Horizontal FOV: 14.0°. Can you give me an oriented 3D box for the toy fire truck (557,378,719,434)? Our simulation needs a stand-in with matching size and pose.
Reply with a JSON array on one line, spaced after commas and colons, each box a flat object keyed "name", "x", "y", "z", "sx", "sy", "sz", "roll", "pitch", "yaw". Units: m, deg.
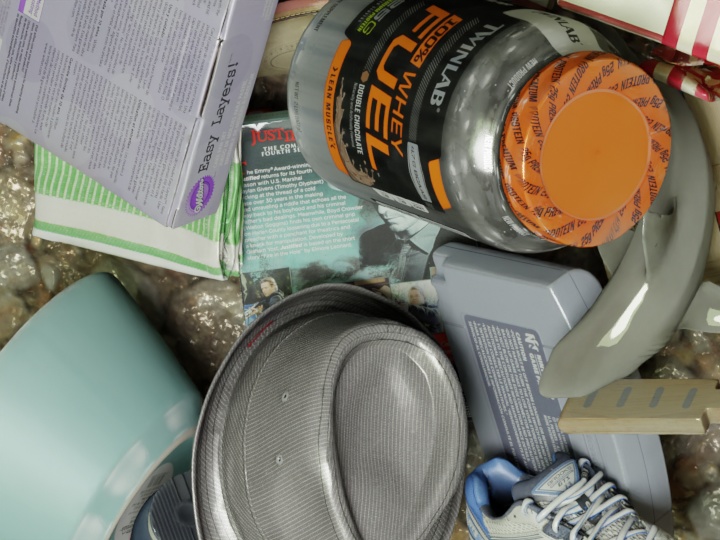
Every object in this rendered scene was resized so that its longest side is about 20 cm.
[{"name": "toy fire truck", "x": 0.228, "y": 0.075, "z": 1.595, "sx": 0.200, "sy": 0.176, "sz": 0.129, "roll": 34, "pitch": 117, "yaw": -3}]

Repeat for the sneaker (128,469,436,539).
[{"name": "sneaker", "x": -0.045, "y": 0.144, "z": 1.736, "sx": 0.082, "sy": 0.200, "sz": 0.070, "roll": -46, "pitch": 52, "yaw": 55}]

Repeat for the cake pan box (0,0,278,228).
[{"name": "cake pan box", "x": -0.137, "y": -0.145, "z": 1.639, "sx": 0.184, "sy": 0.052, "sz": 0.200, "roll": 31, "pitch": 118, "yaw": 29}]

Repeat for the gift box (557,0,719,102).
[{"name": "gift box", "x": 0.224, "y": -0.182, "z": 1.512, "sx": 0.200, "sy": 0.184, "sz": 0.187, "roll": 24, "pitch": 113, "yaw": 17}]

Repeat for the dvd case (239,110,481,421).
[{"name": "dvd case", "x": 0.000, "y": 0.000, "z": 1.722, "sx": 0.146, "sy": 0.022, "sz": 0.201, "roll": -8, "pitch": 109, "yaw": -1}]

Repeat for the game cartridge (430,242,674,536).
[{"name": "game cartridge", "x": 0.114, "y": 0.082, "z": 1.682, "sx": 0.133, "sy": 0.041, "sz": 0.200, "roll": 18, "pitch": 131, "yaw": 54}]

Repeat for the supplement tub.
[{"name": "supplement tub", "x": 0.061, "y": -0.080, "z": 1.521, "sx": 0.200, "sy": 0.122, "sz": 0.123, "roll": 20, "pitch": 121, "yaw": 52}]

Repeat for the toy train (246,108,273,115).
[{"name": "toy train", "x": -0.108, "y": -0.108, "z": 1.730, "sx": 0.200, "sy": 0.056, "sz": 0.150, "roll": 38, "pitch": 117, "yaw": 4}]

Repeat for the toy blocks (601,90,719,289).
[{"name": "toy blocks", "x": 0.202, "y": -0.052, "z": 1.625, "sx": 0.200, "sy": 0.100, "sz": 0.137, "roll": -14, "pitch": 91, "yaw": 32}]

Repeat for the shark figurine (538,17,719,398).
[{"name": "shark figurine", "x": 0.153, "y": -0.041, "z": 1.557, "sx": 0.128, "sy": 0.089, "sz": 0.215, "roll": 0, "pitch": 82, "yaw": 22}]

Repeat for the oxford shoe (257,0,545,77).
[{"name": "oxford shoe", "x": 0.007, "y": -0.117, "z": 1.660, "sx": 0.199, "sy": 0.070, "sz": 0.075, "roll": -4, "pitch": 86, "yaw": 17}]

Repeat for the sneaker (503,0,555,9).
[{"name": "sneaker", "x": 0.070, "y": -0.244, "z": 1.588, "sx": 0.090, "sy": 0.067, "sz": 0.201, "roll": 4, "pitch": 100, "yaw": 4}]

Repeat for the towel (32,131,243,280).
[{"name": "towel", "x": -0.130, "y": -0.102, "z": 1.692, "sx": 0.152, "sy": 0.023, "sz": 0.201, "roll": 12, "pitch": 111, "yaw": 30}]

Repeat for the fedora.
[{"name": "fedora", "x": -0.001, "y": 0.106, "z": 1.657, "sx": 0.177, "sy": 0.090, "sz": 0.201, "roll": 15, "pitch": 79, "yaw": -26}]

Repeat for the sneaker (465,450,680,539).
[{"name": "sneaker", "x": 0.119, "y": 0.149, "z": 1.629, "sx": 0.200, "sy": 0.077, "sz": 0.085, "roll": 7, "pitch": 119, "yaw": 53}]

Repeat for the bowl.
[{"name": "bowl", "x": -0.164, "y": 0.112, "z": 1.743, "sx": 0.105, "sy": 0.201, "sz": 0.201, "roll": 33, "pitch": 117, "yaw": 14}]
